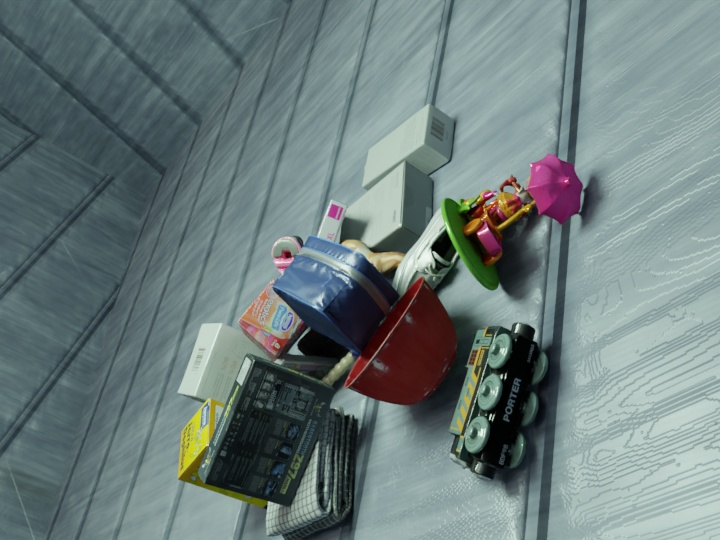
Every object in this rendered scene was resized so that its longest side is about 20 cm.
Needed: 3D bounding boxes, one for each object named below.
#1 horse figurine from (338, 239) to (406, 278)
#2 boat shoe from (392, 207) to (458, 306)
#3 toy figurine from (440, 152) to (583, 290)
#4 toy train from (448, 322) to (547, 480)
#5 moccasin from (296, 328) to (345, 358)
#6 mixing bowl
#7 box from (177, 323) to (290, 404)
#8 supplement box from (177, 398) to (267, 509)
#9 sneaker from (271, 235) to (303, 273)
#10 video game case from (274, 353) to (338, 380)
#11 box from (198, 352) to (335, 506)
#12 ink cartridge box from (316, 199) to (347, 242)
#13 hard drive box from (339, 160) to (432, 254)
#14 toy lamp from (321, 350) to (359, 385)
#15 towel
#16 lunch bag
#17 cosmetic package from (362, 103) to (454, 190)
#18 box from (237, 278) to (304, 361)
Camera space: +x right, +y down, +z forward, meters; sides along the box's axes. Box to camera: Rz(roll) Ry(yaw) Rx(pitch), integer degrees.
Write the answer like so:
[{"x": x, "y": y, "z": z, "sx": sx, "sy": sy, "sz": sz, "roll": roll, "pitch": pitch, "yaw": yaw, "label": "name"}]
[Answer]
[{"x": 0.000, "y": 0.000, "z": 1.255, "sx": 0.199, "sy": 0.049, "sz": 0.135, "roll": 35, "pitch": 107, "yaw": 42, "label": "horse figurine"}, {"x": 0.118, "y": -0.018, "z": 1.158, "sx": 0.204, "sy": 0.072, "sz": 0.065, "roll": -64, "pitch": 24, "yaw": 0, "label": "boat shoe"}, {"x": 0.232, "y": -0.093, "z": 1.013, "sx": 0.182, "sy": 0.151, "sz": 0.201, "roll": -32, "pitch": 14, "yaw": 23, "label": "toy figurine"}, {"x": 0.172, "y": 0.165, "z": 0.908, "sx": 0.114, "sy": 0.084, "sz": 0.205, "roll": -16, "pitch": 54, "yaw": 69, "label": "toy train"}, {"x": -0.052, "y": 0.112, "z": 1.342, "sx": 0.201, "sy": 0.073, "sz": 0.079, "roll": -41, "pitch": 19, "yaw": 44, "label": "moccasin"}, {"x": 0.075, "y": 0.122, "z": 1.043, "sx": 0.202, "sy": 0.107, "sz": 0.200, "roll": -54, "pitch": 2, "yaw": 3, "label": "mixing bowl"}, {"x": -0.251, "y": 0.218, "z": 1.454, "sx": 0.105, "sy": 0.198, "sz": 0.156, "roll": -7, "pitch": 59, "yaw": 55, "label": "box"}, {"x": -0.225, "y": 0.342, "z": 1.302, "sx": 0.110, "sy": 0.198, "sz": 0.110, "roll": -47, "pitch": 31, "yaw": 24, "label": "supplement box"}, {"x": -0.132, "y": 0.022, "z": 1.459, "sx": 0.096, "sy": 0.077, "sz": 0.206, "roll": -68, "pitch": -24, "yaw": -72, "label": "sneaker"}, {"x": -0.148, "y": 0.228, "z": 1.337, "sx": 0.200, "sy": 0.141, "sz": 0.018, "roll": -47, "pitch": 54, "yaw": 28, "label": "video game case"}, {"x": -0.146, "y": 0.253, "z": 1.108, "sx": 0.051, "sy": 0.155, "sz": 0.204, "roll": 18, "pitch": 85, "yaw": 63, "label": "box"}, {"x": -0.068, "y": -0.063, "z": 1.370, "sx": 0.200, "sy": 0.041, "sz": 0.122, "roll": 140, "pitch": 150, "yaw": -85, "label": "ink cartridge box"}, {"x": 0.044, "y": -0.085, "z": 1.339, "sx": 0.199, "sy": 0.076, "sz": 0.159, "roll": -34, "pitch": 39, "yaw": 43, "label": "hard drive box"}, {"x": -0.057, "y": 0.198, "z": 1.292, "sx": 0.200, "sy": 0.057, "sz": 0.059, "roll": -47, "pitch": 31, "yaw": 27, "label": "toy lamp"}, {"x": -0.083, "y": 0.339, "z": 1.190, "sx": 0.165, "sy": 0.084, "sz": 0.204, "roll": -38, "pitch": 38, "yaw": 42, "label": "towel"}, {"x": -0.040, "y": 0.028, "z": 1.148, "sx": 0.133, "sy": 0.136, "sz": 0.198, "roll": -51, "pitch": 38, "yaw": -14, "label": "lunch bag"}, {"x": 0.092, "y": -0.229, "z": 1.390, "sx": 0.199, "sy": 0.073, "sz": 0.104, "roll": -29, "pitch": 42, "yaw": 50, "label": "cosmetic package"}, {"x": -0.159, "y": 0.101, "z": 1.309, "sx": 0.103, "sy": 0.094, "sz": 0.200, "roll": -48, "pitch": -3, "yaw": -14, "label": "box"}]
